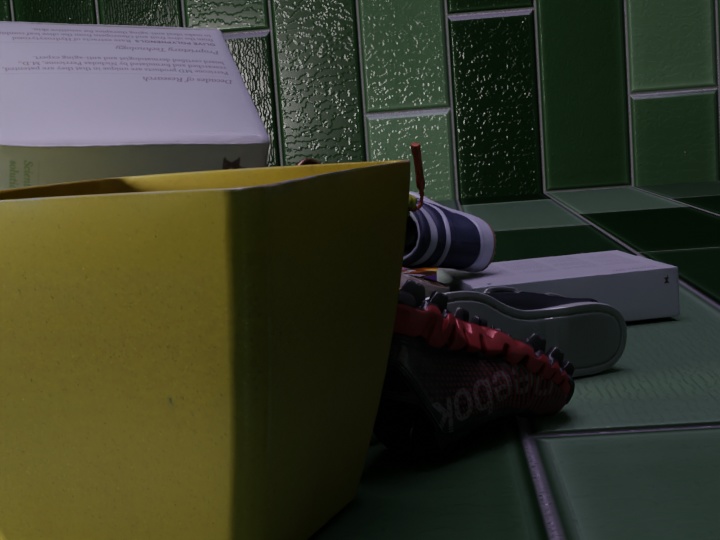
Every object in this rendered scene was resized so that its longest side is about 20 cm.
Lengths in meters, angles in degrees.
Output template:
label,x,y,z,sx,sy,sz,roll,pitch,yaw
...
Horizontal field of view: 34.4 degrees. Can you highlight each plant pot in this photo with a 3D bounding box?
label,x,y,z,sx,sy,sz,roll,pitch,yaw
plant pot,-0.091,0.044,0.577,0.197,0.180,0.200,-1,8,22

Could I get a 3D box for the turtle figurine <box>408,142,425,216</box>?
label,x,y,z,sx,sy,sz,roll,pitch,yaw
turtle figurine,0.000,0.000,0.966,0.063,0.202,0.162,20,31,-2

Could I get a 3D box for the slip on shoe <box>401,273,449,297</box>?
label,x,y,z,sx,sy,sz,roll,pitch,yaw
slip on shoe,0.011,0.028,1.134,0.075,0.062,0.198,14,-3,-41

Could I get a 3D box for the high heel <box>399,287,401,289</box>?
label,x,y,z,sx,sy,sz,roll,pitch,yaw
high heel,-0.032,0.098,0.730,0.198,0.097,0.067,-28,26,-19

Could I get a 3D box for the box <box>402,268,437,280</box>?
label,x,y,z,sx,sy,sz,roll,pitch,yaw
box,0.032,0.014,1.311,0.198,0.040,0.136,2,9,41

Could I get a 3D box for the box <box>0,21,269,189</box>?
label,x,y,z,sx,sy,sz,roll,pitch,yaw
box,-0.191,-0.061,0.890,0.197,0.201,0.172,-3,40,-22

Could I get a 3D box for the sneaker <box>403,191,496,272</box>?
label,x,y,z,sx,sy,sz,roll,pitch,yaw
sneaker,0.030,-0.043,1.140,0.107,0.071,0.199,4,8,-38

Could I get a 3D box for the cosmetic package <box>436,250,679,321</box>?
label,x,y,z,sx,sy,sz,roll,pitch,yaw
cosmetic package,0.185,0.020,1.121,0.196,0.053,0.151,-6,5,-8

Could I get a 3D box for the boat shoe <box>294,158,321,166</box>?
label,x,y,z,sx,sy,sz,roll,pitch,yaw
boat shoe,-0.033,0.004,0.838,0.074,0.202,0.074,1,-38,-26

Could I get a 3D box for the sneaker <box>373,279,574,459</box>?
label,x,y,z,sx,sy,sz,roll,pitch,yaw
sneaker,0.056,0.071,0.713,0.199,0.099,0.070,21,-5,-41

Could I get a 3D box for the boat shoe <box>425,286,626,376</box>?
label,x,y,z,sx,sy,sz,roll,pitch,yaw
boat shoe,0.102,0.050,0.865,0.197,0.077,0.060,6,3,-24
